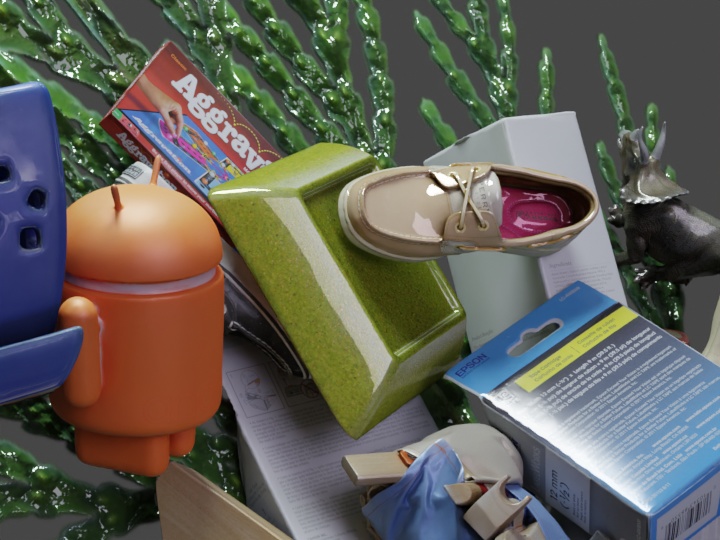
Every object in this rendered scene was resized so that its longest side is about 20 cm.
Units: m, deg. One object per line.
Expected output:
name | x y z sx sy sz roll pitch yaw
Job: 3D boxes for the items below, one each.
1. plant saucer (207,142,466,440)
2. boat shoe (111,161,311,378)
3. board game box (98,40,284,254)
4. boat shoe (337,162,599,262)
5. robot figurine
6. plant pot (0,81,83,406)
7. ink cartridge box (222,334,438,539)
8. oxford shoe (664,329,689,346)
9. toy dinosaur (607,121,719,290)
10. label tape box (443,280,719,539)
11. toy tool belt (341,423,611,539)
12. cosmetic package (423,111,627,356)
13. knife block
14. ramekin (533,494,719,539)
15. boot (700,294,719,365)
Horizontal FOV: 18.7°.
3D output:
plant saucer | 0.000 0.000 1.567 0.200 0.048 0.200 60 27 0
boat shoe | -0.109 0.014 1.536 0.200 0.071 0.064 44 78 -11
board game box | -0.094 -0.066 1.586 0.200 0.019 0.103 46 39 -14
boat shoe | 0.081 -0.048 1.554 0.200 0.069 0.074 -2 76 -31
robot figurine | -0.146 0.030 1.425 0.144 0.117 0.200 -8 111 -29
plant pot | -0.277 0.007 1.316 0.200 0.200 0.180 -14 89 -20
ink cartridge box | -0.019 0.126 1.584 0.162 0.057 0.200 -12 61 -37
oxford shoe | 0.209 0.124 1.733 0.200 0.070 0.075 -50 135 -39
toy dinosaur | 0.261 -0.023 1.782 0.200 0.102 0.077 41 56 -16
label tape box | 0.178 0.106 1.548 0.143 0.200 0.066 -33 137 -28
toy tool belt | 0.079 0.189 1.468 0.200 0.125 0.123 44 21 25
cosmetic package | 0.130 -0.011 1.681 0.081 0.113 0.200 -6 80 -36
knife block | -0.035 0.215 1.455 0.175 0.064 0.200 -11 77 6
ramekin | 0.196 0.233 1.595 0.200 0.200 0.098 30 51 -23
boot | 0.347 0.070 1.788 0.200 0.073 0.156 16 90 -39
